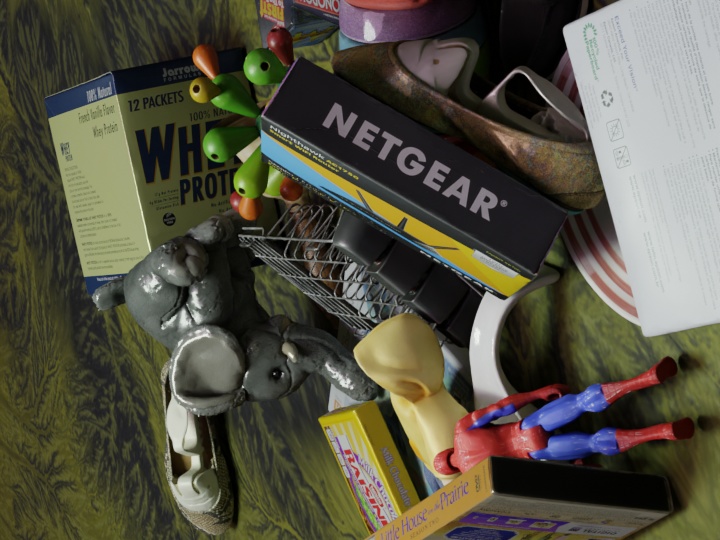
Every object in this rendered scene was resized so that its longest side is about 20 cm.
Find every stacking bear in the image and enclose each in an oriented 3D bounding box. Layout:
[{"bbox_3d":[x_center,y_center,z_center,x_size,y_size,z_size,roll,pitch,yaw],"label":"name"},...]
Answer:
[{"bbox_3d":[0.046,-0.131,1.237,0.113,0.121,0.201,11,126,37],"label":"stacking bear"}]

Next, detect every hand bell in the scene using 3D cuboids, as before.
[{"bbox_3d":[-0.047,-0.044,1.498,0.104,0.104,0.201,10,124,60],"label":"hand bell"}]

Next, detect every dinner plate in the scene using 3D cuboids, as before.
[{"bbox_3d":[0.183,-0.061,1.104,0.200,0.024,0.201,37,134,51],"label":"dinner plate"}]

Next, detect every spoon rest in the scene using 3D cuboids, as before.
[{"bbox_3d":[0.112,0.095,1.267,0.099,0.060,0.201,25,123,56],"label":"spoon rest"}]

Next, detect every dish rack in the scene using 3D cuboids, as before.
[{"bbox_3d":[0.000,0.000,1.338,0.153,0.055,0.200,40,163,-25],"label":"dish rack"}]

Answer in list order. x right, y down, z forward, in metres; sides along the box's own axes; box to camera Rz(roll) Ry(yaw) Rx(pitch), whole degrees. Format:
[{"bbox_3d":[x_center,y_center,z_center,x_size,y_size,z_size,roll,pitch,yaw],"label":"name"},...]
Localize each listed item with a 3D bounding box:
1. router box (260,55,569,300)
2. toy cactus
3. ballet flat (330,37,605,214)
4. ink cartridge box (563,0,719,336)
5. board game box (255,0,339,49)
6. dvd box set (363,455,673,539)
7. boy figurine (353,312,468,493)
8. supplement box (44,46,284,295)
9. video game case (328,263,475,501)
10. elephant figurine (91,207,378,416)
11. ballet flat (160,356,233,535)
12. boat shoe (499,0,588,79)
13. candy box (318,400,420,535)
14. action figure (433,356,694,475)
[{"bbox_3d":[0.030,-0.056,1.151,0.199,0.051,0.149,30,172,1],"label":"router box"},{"bbox_3d":[-0.047,-0.125,1.350,0.200,0.164,0.103,83,163,-54],"label":"toy cactus"},{"bbox_3d":[0.076,-0.110,1.120,0.199,0.071,0.071,31,137,10],"label":"ballet flat"},{"bbox_3d":[0.211,-0.073,0.985,0.200,0.043,0.197,-17,86,56],"label":"ink cartridge box"},{"bbox_3d":[-0.032,-0.260,1.369,0.200,0.061,0.201,33,131,52],"label":"board game box"},{"bbox_3d":[0.100,0.182,1.216,0.200,0.146,0.030,-44,44,51],"label":"dvd box set"},{"bbox_3d":[0.052,0.124,1.302,0.124,0.064,0.201,-118,5,-58],"label":"boy figurine"},{"bbox_3d":[-0.188,-0.090,1.657,0.200,0.134,0.201,-5,99,62],"label":"supplement box"},{"bbox_3d":[0.036,0.103,1.450,0.200,0.022,0.183,47,141,42],"label":"video game case"},{"bbox_3d":[-0.107,0.060,1.492,0.201,0.141,0.155,60,154,0],"label":"elephant figurine"},{"bbox_3d":[-0.179,0.187,1.824,0.075,0.067,0.201,-39,-59,-80],"label":"ballet flat"},{"bbox_3d":[0.113,-0.211,1.127,0.074,0.063,0.202,47,142,39],"label":"boat shoe"},{"bbox_3d":[0.028,0.207,1.468,0.201,0.026,0.102,66,157,1],"label":"candy box"},{"bbox_3d":[0.130,0.111,1.185,0.199,0.052,0.066,-19,87,35],"label":"action figure"}]
